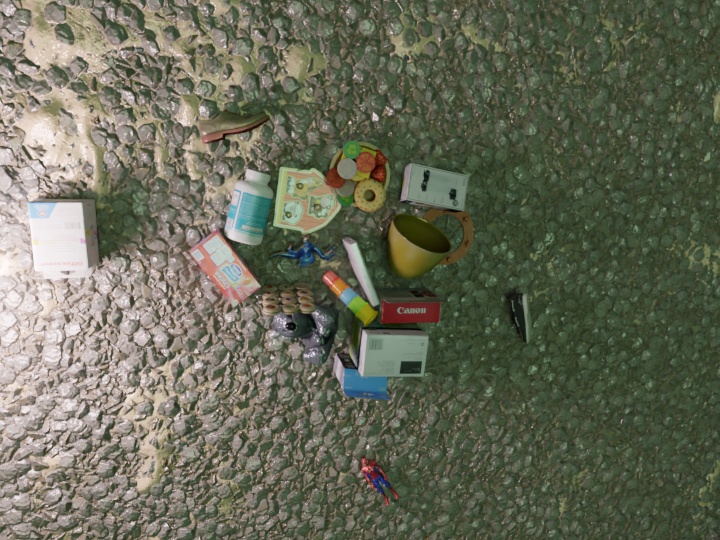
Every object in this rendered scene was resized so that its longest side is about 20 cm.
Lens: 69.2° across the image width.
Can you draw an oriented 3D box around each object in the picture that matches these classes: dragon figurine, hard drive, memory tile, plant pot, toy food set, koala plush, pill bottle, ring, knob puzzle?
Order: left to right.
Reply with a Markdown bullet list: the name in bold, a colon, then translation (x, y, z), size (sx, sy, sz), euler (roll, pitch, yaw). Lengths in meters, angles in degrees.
- **pill bottle**: translation (-0.313, -0.181, 1.483), size (0.110, 0.111, 0.202), euler (14, 98, -16)
- **memory tile**: translation (-0.210, 0.080, 1.517), size (0.152, 0.200, 0.017), euler (-1, 110, -13)
- **koala plush**: translation (-0.175, 0.167, 1.583), size (0.198, 0.184, 0.179), euler (13, 99, 5)
- **dragon figurine**: translation (-0.173, -0.045, 1.574), size (0.199, 0.059, 0.100), euler (-26, 106, -9)
- **knob puzzle**: translation (-0.152, -0.206, 1.562), size (0.218, 0.030, 0.222), euler (-3, 102, -14)
- **toy food set**: translation (-0.003, -0.286, 1.571), size (0.196, 0.049, 0.202), euler (15, 96, -18)
- **hard drive**: translation (0.000, 0.000, 1.589), size (0.027, 0.132, 0.201), euler (-22, 106, -9)
- **plant pot**: translation (0.160, -0.059, 1.604), size (0.199, 0.201, 0.143), euler (17, 123, -17)
- **ring**: translation (0.280, -0.116, 1.697), size (0.199, 0.019, 0.202), euler (-3, 101, -14)

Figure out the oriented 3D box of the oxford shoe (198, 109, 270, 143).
- **oxford shoe**: translation (-0.352, -0.415, 1.448), size (0.199, 0.070, 0.075), euler (-20, 100, -11)

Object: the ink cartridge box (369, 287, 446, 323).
- **ink cartridge box**: translation (0.145, 0.114, 1.627), size (0.198, 0.176, 0.085), euler (0, 101, -14)

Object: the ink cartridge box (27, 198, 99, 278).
- **ink cartridge box**: translation (-0.776, -0.084, 1.376), size (0.127, 0.125, 0.202), euler (-1, 102, -14)

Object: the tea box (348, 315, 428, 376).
- **tea box**: translation (0.082, 0.232, 1.623), size (0.198, 0.197, 0.135), euler (3, 101, -15)

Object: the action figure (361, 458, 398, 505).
- **action figure**: translation (0.061, 0.721, 1.798), size (0.065, 0.052, 0.201), euler (-34, 105, -2)

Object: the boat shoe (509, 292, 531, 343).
- **boat shoe**: translation (0.554, 0.165, 1.802), size (0.060, 0.074, 0.201), euler (0, 125, 26)

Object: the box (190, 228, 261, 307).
- **box**: translation (-0.387, -0.009, 1.507), size (0.102, 0.095, 0.201), euler (-38, 108, -4)

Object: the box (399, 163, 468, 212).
- **box**: translation (0.229, -0.255, 1.624), size (0.198, 0.060, 0.118), euler (8, 89, -16)

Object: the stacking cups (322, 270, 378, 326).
- **stacking cups**: translation (-0.038, 0.080, 1.586), size (0.200, 0.061, 0.061), euler (42, 89, 13)

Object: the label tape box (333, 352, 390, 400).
- **label tape box**: translation (0.005, 0.325, 1.621), size (0.143, 0.200, 0.064), euler (8, 100, -16)
